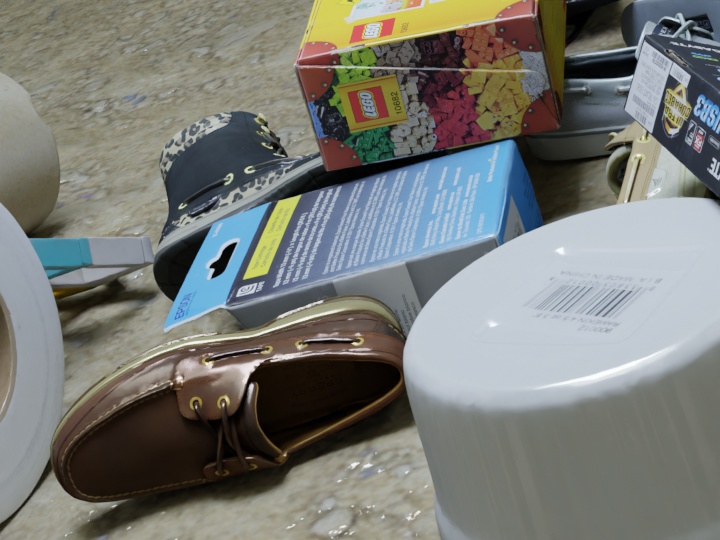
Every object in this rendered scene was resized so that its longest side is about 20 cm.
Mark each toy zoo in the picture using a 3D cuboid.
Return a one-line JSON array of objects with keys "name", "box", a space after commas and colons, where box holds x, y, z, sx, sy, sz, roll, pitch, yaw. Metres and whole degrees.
[{"name": "toy zoo", "box": [-0.227, 0.005, 1.249, 0.131, 0.021, 0.200, -18, -9, 33]}]

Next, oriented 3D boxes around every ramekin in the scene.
[{"name": "ramekin", "box": [0.116, 0.048, 0.859, 0.200, 0.098, 0.201, -17, 22, 7]}]

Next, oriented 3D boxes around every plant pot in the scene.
[{"name": "plant pot", "box": [-0.330, -0.064, 1.416, 0.200, 0.201, 0.183, -1, 19, 40]}]

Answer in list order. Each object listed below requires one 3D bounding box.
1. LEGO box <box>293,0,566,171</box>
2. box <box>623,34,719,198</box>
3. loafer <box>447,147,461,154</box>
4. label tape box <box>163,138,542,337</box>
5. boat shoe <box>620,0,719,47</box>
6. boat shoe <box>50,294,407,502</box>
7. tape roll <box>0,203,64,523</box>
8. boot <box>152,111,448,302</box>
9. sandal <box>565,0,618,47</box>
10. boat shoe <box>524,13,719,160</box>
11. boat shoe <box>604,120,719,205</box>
[{"name": "LEGO box", "box": [0.050, -0.154, 1.211, 0.149, 0.077, 0.200, -10, 29, 13]}, {"name": "box", "box": [0.249, -0.054, 0.918, 0.200, 0.050, 0.199, 9, 20, -13]}, {"name": "loafer", "box": [0.041, -0.126, 1.356, 0.070, 0.070, 0.200, -5, 26, 14]}, {"name": "label tape box", "box": [0.000, 0.000, 1.114, 0.200, 0.066, 0.143, -16, 22, 16]}, {"name": "boat shoe", "box": [0.268, -0.174, 1.278, 0.086, 0.075, 0.202, -30, 14, -26]}, {"name": "boat shoe", "box": [-0.066, 0.071, 0.999, 0.200, 0.072, 0.068, -20, 20, -5]}, {"name": "tape roll", "box": [-0.278, 0.052, 1.059, 0.139, 0.203, 0.203, -9, 25, 28]}, {"name": "boot", "box": [-0.046, -0.067, 1.265, 0.203, 0.074, 0.154, -23, 33, 6]}, {"name": "sandal", "box": [0.115, -0.173, 1.335, 0.200, 0.045, 0.075, -25, 37, -9]}, {"name": "boat shoe", "box": [0.191, -0.122, 1.213, 0.200, 0.072, 0.070, -10, 25, 25]}, {"name": "boat shoe", "box": [0.172, -0.061, 1.088, 0.066, 0.074, 0.200, -9, 25, 15]}]
